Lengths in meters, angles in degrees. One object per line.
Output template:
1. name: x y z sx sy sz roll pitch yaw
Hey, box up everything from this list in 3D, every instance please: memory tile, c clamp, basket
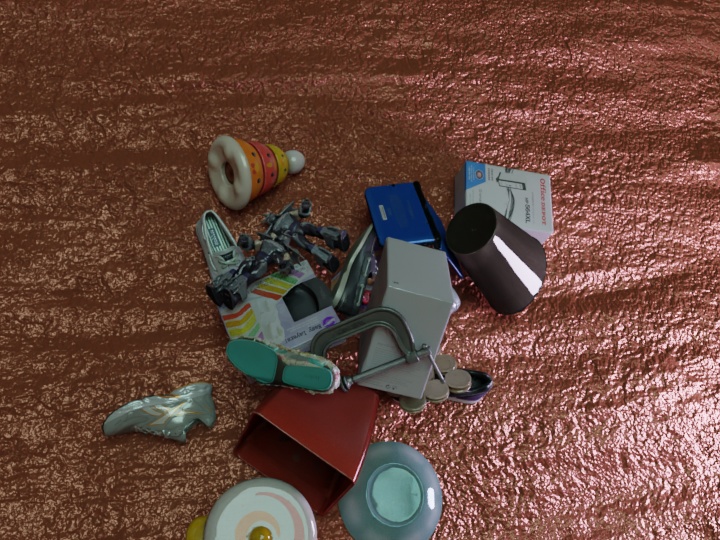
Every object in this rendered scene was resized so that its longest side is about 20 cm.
1. memory tile: 0.100 0.185 1.439 0.152 0.017 0.200 -22 38 -21
2. c clamp: 0.022 0.146 1.266 0.198 0.027 0.172 -17 113 11
3. basket: 0.264 -0.034 1.509 0.200 0.135 0.182 36 63 -44

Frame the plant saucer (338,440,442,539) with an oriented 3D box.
1. plant saucer: 0.059 0.407 1.381 0.198 0.039 0.203 5 67 -12

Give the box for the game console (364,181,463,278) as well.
1. game console: 0.106 -0.075 1.526 0.168 0.119 0.201 -7 40 -6

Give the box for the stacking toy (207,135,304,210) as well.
1. stacking toy: -0.196 -0.214 1.549 0.199 0.146 0.147 -20 73 -37

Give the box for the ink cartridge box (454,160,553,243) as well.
1. ink cartridge box: 0.307 -0.142 1.647 0.197 0.084 0.148 7 66 -10

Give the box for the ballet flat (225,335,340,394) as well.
1. ballet flat: -0.124 0.157 1.254 0.198 0.064 0.077 18 94 11

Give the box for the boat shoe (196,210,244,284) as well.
1. boat shoe: -0.261 -0.021 1.460 0.073 0.067 0.201 -29 78 -22

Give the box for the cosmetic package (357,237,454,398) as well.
1. cosmetic package: 0.077 0.080 1.358 0.121 0.202 0.200 12 26 -4

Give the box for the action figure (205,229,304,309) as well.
1. action figure: -0.187 -0.012 1.390 0.129 0.070 0.200 20 51 33

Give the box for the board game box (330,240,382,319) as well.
1. board game box: 0.039 0.024 1.498 0.200 0.039 0.158 -43 75 -4

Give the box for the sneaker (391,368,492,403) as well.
1. sneaker: 0.155 0.211 1.459 0.197 0.088 0.077 0 68 -14

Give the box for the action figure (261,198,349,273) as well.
1. action figure: -0.116 -0.075 1.497 0.199 0.069 0.131 25 77 26

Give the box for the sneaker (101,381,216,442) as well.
1. sneaker: -0.345 0.263 1.328 0.198 0.076 0.093 -16 76 -18

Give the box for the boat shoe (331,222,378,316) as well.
1. boat shoe: 0.000 0.000 1.462 0.062 0.073 0.201 30 60 -9

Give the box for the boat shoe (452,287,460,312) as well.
1. boat shoe: 0.122 0.008 1.541 0.067 0.074 0.201 -33 79 -35

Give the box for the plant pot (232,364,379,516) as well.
1. plant pot: -0.077 0.273 1.330 0.199 0.200 0.177 35 53 3

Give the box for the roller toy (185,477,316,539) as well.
1. roller toy: -0.165 0.431 1.248 0.199 0.140 0.183 39 74 4

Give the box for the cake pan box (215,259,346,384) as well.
1. cake pan box: -0.142 0.087 1.370 0.198 0.053 0.185 -22 50 -10
